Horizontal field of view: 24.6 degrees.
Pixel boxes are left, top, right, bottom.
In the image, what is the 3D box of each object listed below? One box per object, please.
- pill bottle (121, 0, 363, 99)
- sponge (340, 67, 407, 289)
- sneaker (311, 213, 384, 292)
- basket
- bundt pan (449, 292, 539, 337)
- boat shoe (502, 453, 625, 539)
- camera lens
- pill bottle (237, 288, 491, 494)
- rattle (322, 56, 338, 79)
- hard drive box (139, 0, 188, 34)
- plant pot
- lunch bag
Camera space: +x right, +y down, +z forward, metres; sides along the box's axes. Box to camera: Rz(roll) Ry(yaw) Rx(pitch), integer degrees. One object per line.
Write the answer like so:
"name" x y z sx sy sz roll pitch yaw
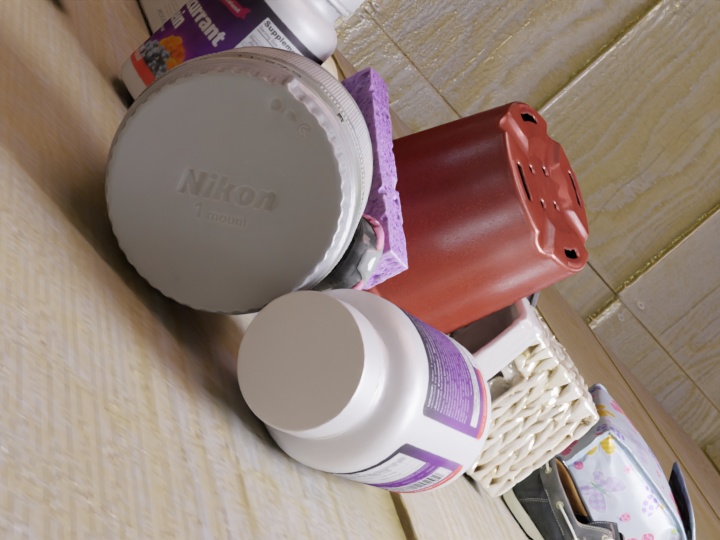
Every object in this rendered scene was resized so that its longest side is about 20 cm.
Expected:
"pill bottle" -0.091 -0.193 1.364 0.112 0.200 0.111 47 8 -9
"sponge" -0.022 -0.061 1.298 0.030 0.111 0.201 39 34 -39
"sneaker" -0.065 -0.035 1.217 0.095 0.079 0.199 32 -6 -40
"basket" 0.117 0.094 1.469 0.124 0.135 0.200 51 8 -14
"bundt pan" 0.145 0.032 1.748 0.075 0.203 0.202 19 8 3
"boat shoe" 0.204 0.251 1.452 0.201 0.067 0.072 55 9 26
"camera lens" -0.074 -0.061 1.064 0.160 0.160 0.200 48 9 -5
"pill bottle" 0.002 0.074 1.029 0.112 0.111 0.200 53 9 24
"rattle" -0.087 -0.181 1.609 0.201 0.129 0.144 91 10 -50
"hard drive box" -0.131 -0.310 1.725 0.077 0.200 0.156 44 10 -32
"plant pot" 0.074 -0.038 1.380 0.201 0.194 0.202 44 35 -42
"lunch bag" 0.261 0.233 1.633 0.201 0.127 0.170 55 10 -7
